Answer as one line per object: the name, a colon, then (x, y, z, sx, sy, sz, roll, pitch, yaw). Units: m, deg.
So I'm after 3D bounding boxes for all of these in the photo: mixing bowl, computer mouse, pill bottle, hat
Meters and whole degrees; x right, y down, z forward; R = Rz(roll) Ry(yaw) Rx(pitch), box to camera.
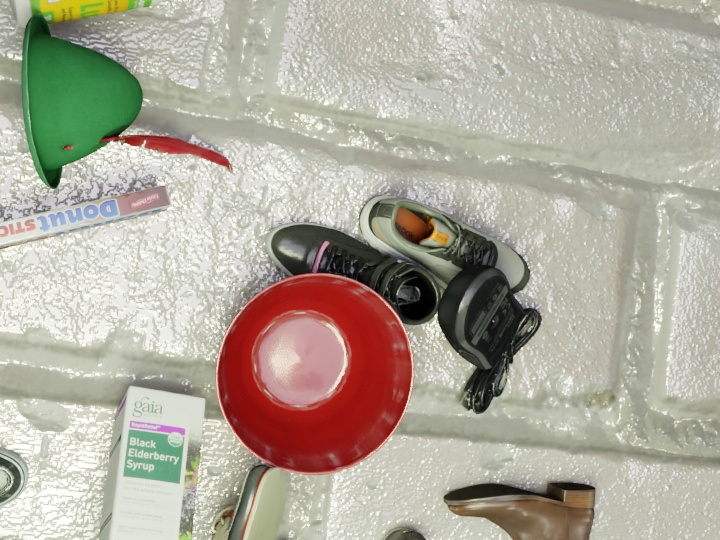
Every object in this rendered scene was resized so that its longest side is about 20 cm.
mixing bowl: (-0.054, 0.098, 1.260, 0.200, 0.108, 0.201, -1, 95, -12)
computer mouse: (0.123, 0.057, 1.305, 0.053, 0.200, 0.139, 27, 74, 31)
pill bottle: (-0.251, -0.311, 1.218, 0.199, 0.111, 0.111, -14, 92, -16)
hat: (-0.218, -0.165, 1.186, 0.176, 0.200, 0.166, -3, 99, -4)

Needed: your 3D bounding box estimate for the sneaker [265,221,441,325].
sneaker: (0.000, 0.000, 1.288, 0.200, 0.099, 0.071, 25, 83, -13)

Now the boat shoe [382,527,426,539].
boat shoe: (0.018, 0.369, 1.306, 0.067, 0.057, 0.200, 26, 82, -14)

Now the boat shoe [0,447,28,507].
boat shoe: (-0.420, 0.201, 1.178, 0.199, 0.068, 0.074, 8, 87, -16)

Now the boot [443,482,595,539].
boot: (0.176, 0.338, 1.355, 0.186, 0.064, 0.201, 2, 93, -14)

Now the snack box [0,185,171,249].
snack box: (-0.290, -0.050, 1.220, 0.199, 0.072, 0.024, -14, 91, -16)

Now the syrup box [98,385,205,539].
syrup box: (-0.205, 0.221, 1.196, 0.079, 0.081, 0.200, 11, 61, -16)

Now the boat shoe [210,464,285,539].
boat shoe: (-0.124, 0.276, 1.230, 0.062, 0.071, 0.200, 25, 116, 24)

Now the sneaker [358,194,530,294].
sneaker: (0.096, -0.022, 1.328, 0.200, 0.079, 0.074, 23, 81, -16)
